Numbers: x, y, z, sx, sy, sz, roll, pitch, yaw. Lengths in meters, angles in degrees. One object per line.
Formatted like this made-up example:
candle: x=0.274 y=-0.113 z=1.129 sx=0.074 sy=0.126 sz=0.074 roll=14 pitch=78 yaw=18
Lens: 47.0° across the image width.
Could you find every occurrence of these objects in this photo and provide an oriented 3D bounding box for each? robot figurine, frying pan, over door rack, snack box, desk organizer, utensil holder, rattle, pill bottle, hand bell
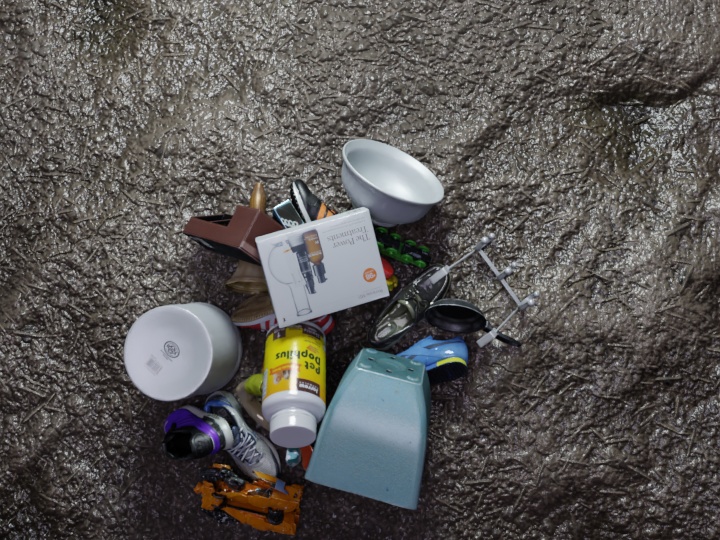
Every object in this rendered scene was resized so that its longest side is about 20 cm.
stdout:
robot figurine: x=-0.204 y=0.411 z=1.497 sx=0.196 sy=0.059 sz=0.147 roll=15 pitch=127 yaw=5
frying pan: x=0.207 y=0.087 z=1.480 sx=0.186 sy=0.115 sz=0.031 roll=9 pitch=63 yaw=4
over door rack: x=0.229 y=0.025 z=1.442 sx=0.149 sy=0.199 sz=0.067 roll=53 pitch=131 yaw=5
snack box: x=-0.094 y=-0.022 z=1.499 sx=0.037 sy=0.116 sz=0.202 roll=-31 pitch=85 yaw=-12
desk organizer: x=-0.229 y=-0.071 z=1.476 sx=0.198 sy=0.071 sz=0.078 roll=15 pitch=74 yaw=47
utensil holder: x=-0.310 y=0.141 z=1.467 sx=0.166 sy=0.200 sz=0.174 roll=0 pitch=86 yaw=4
rattle: x=-0.126 y=0.249 z=1.533 sx=0.200 sy=0.143 sz=0.130 roll=46 pitch=124 yaw=-10
pill bottle: x=-0.112 y=0.192 z=1.403 sx=0.107 sy=0.110 sz=0.203 roll=-5 pitch=52 yaw=4
hand bell: x=-0.193 y=-0.065 z=1.537 sx=0.102 sy=0.104 sz=0.204 roll=2 pitch=75 yaw=4

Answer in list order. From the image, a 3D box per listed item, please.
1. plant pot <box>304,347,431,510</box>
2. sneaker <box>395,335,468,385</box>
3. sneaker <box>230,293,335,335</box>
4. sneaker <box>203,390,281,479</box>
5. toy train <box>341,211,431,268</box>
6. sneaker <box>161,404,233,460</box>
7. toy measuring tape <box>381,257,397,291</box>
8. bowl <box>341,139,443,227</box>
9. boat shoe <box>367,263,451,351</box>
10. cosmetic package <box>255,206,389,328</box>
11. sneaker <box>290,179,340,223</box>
plant pot: x=0.033 y=0.251 z=1.415 sx=0.193 sy=0.196 sz=0.204 roll=14 pitch=102 yaw=5
sneaker: x=0.101 y=0.168 z=1.511 sx=0.197 sy=0.066 sz=0.079 roll=-15 pitch=47 yaw=15
sneaker: x=-0.139 y=0.095 z=1.521 sx=0.197 sy=0.072 sz=0.113 roll=-12 pitch=130 yaw=32
sneaker: x=-0.223 y=0.313 z=1.509 sx=0.077 sy=0.085 sz=0.201 roll=-41 pitch=86 yaw=1
toy train: x=0.037 y=-0.050 z=1.494 sx=0.197 sy=0.056 sz=0.042 roll=23 pitch=66 yaw=-17
sneaker: x=-0.316 y=0.292 z=1.465 sx=0.099 sy=0.198 sz=0.071 roll=-20 pitch=100 yaw=-39
toy measuring tape: x=0.000 y=0.000 z=1.469 sx=0.073 sy=0.198 sz=0.075 roll=-21 pitch=58 yaw=38
bowl: x=0.043 y=-0.143 z=1.479 sx=0.199 sy=0.201 sz=0.091 roll=31 pitch=120 yaw=5
boat shoe: x=0.090 y=0.069 z=1.506 sx=0.201 sy=0.066 sz=0.072 roll=-44 pitch=85 yaw=1
cosmetic package: x=-0.064 y=-0.006 z=1.395 sx=0.196 sy=0.052 sz=0.153 roll=-16 pitch=103 yaw=-6
sneaker: x=-0.059 y=-0.086 z=1.532 sx=0.089 sy=0.070 sz=0.203 roll=-26 pitch=86 yaw=-12
